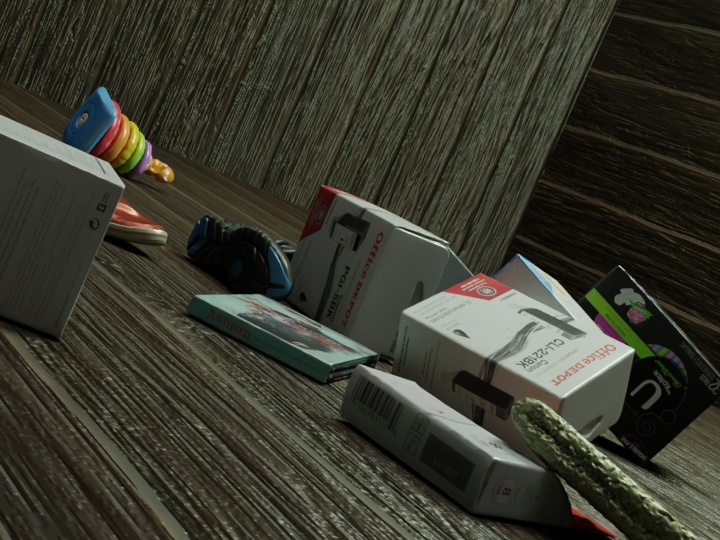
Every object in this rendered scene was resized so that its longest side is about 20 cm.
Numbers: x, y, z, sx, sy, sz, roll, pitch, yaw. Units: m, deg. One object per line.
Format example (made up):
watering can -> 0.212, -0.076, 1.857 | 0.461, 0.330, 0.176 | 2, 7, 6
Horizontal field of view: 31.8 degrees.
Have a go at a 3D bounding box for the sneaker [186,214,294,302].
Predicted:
sneaker -> -0.119, -0.012, 1.433 | 0.081, 0.074, 0.199 | 23, 5, -37

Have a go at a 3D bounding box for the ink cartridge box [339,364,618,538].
ink cartridge box -> 0.101, 0.143, 0.991 | 0.198, 0.058, 0.162 | 15, 10, -44

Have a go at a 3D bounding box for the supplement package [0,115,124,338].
supplement package -> -0.271, -0.053, 0.826 | 0.198, 0.111, 0.114 | 24, 4, -20

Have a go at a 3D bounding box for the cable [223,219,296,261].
cable -> -0.140, -0.037, 1.768 | 0.162, 0.051, 0.199 | 28, 6, 35

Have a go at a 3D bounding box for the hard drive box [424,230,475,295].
hard drive box -> 0.129, 0.054, 1.554 | 0.200, 0.077, 0.156 | 48, 1, -7

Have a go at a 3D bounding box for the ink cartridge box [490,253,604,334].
ink cartridge box -> 0.219, 0.061, 1.440 | 0.116, 0.068, 0.200 | 51, 11, 24

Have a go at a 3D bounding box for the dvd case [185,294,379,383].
dvd case -> -0.067, 0.061, 1.199 | 0.144, 0.022, 0.200 | 26, 4, 13

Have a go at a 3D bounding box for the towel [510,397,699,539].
towel -> 0.195, 0.174, 0.950 | 0.200, 0.037, 0.148 | 42, -1, 19

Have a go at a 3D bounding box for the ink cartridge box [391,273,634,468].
ink cartridge box -> 0.152, 0.095, 1.264 | 0.198, 0.085, 0.143 | 28, 33, 32

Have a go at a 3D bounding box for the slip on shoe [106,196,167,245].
slip on shoe -> -0.293, -0.081, 1.374 | 0.198, 0.062, 0.074 | 28, 3, 18

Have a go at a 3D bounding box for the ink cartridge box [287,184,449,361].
ink cartridge box -> 0.000, 0.000, 1.463 | 0.082, 0.149, 0.199 | 19, 6, -31

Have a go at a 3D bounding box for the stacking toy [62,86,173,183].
stacking toy -> -0.388, -0.200, 2.105 | 0.199, 0.110, 0.116 | 35, 12, -39

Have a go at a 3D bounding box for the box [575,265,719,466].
box -> 0.339, 0.115, 1.589 | 0.200, 0.148, 0.124 | 48, 8, 8
